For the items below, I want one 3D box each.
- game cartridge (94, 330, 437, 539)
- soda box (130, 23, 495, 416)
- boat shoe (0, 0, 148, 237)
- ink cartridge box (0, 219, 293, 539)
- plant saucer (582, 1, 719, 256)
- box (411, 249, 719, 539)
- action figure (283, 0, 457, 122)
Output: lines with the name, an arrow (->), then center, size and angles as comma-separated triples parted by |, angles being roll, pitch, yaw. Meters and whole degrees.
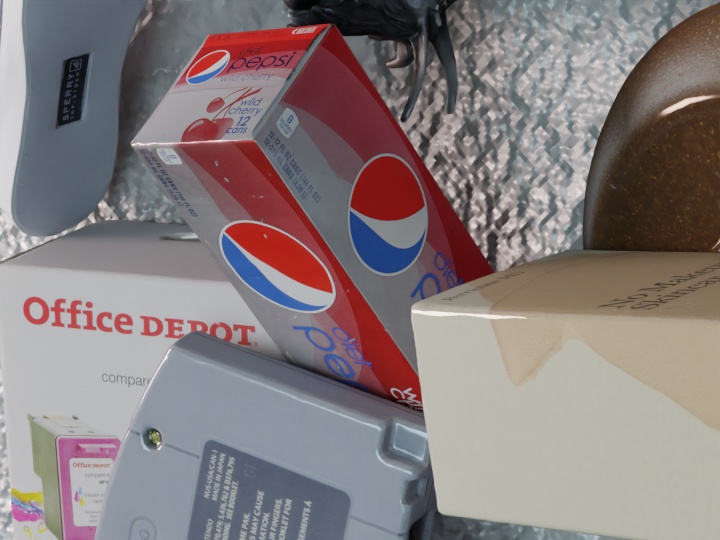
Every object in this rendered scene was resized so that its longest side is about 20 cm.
game cartridge -> -0.044, 0.130, 0.987 | 0.133, 0.041, 0.201 | 21, 112, 24
soda box -> 0.000, 0.000, 0.953 | 0.070, 0.064, 0.200 | 1, 137, 41
boat shoe -> -0.134, -0.118, 1.045 | 0.086, 0.074, 0.203 | 45, 138, 35
ink cartridge box -> -0.072, 0.087, 1.058 | 0.144, 0.085, 0.201 | 4, 103, 26
plant saucer -> 0.146, 0.005, 0.867 | 0.200, 0.037, 0.202 | 20, 118, 42
box -> 0.119, 0.041, 0.813 | 0.199, 0.095, 0.078 | 2, 104, 45
action figure -> -0.009, -0.159, 0.951 | 0.200, 0.119, 0.102 | 55, 128, 13
